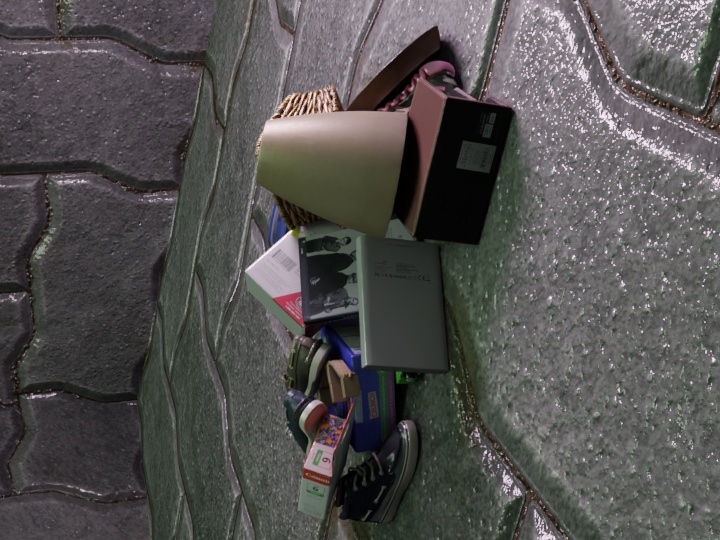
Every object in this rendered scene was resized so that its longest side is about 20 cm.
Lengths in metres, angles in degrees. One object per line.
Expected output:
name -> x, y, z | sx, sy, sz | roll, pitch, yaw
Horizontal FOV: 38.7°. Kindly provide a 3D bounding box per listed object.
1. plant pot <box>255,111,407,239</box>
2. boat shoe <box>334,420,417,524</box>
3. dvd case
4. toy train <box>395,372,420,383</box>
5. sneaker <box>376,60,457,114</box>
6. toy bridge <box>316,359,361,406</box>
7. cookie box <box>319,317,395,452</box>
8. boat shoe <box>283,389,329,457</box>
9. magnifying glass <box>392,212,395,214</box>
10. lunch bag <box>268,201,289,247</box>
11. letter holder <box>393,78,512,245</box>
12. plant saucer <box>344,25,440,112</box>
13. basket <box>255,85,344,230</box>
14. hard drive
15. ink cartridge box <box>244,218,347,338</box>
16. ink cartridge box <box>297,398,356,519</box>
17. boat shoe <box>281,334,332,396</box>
plant pot -> -0.046, -0.156, 1.494 | 0.187, 0.199, 0.188 | -169, 90, -87
boat shoe -> 0.022, 0.319, 1.610 | 0.075, 0.092, 0.200 | -118, 38, -56
dvd case -> 0.000, 0.000, 1.638 | 0.025, 0.199, 0.151 | 55, -152, -62
toy train -> 0.067, 0.085, 1.630 | 0.056, 0.042, 0.201 | 112, 156, -62
sneaker -> 0.082, -0.225, 1.573 | 0.200, 0.079, 0.096 | -45, 57, 32
toy bridge -> -0.038, 0.176, 1.627 | 0.200, 0.027, 0.067 | 139, 123, -71
cookie box -> -0.008, 0.183, 1.710 | 0.200, 0.075, 0.172 | -137, 43, -66
boat shoe -> -0.087, 0.253, 1.678 | 0.062, 0.075, 0.200 | 35, 164, 23
magnifying glass -> 0.071, -0.100, 1.630 | 0.200, 0.079, 0.022 | -149, 67, -79
lunch bag -> -0.100, -0.083, 1.979 | 0.132, 0.135, 0.200 | -114, 34, -54
letter holder -> 0.121, -0.158, 1.458 | 0.142, 0.100, 0.201 | -124, 43, -63
plant saucer -> 0.057, -0.302, 1.610 | 0.035, 0.200, 0.200 | 48, 152, -1
basket -> -0.083, -0.190, 1.670 | 0.200, 0.149, 0.143 | 66, -170, -49
hard drive -> 0.061, 0.050, 1.517 | 0.026, 0.132, 0.201 | 138, 134, -60
ink cartridge box -> -0.073, 0.000, 1.726 | 0.145, 0.200, 0.083 | 42, 161, 16
ink cartridge box -> -0.053, 0.291, 1.607 | 0.200, 0.050, 0.109 | 98, -168, -47
boat shoe -> -0.096, 0.171, 1.713 | 0.072, 0.060, 0.202 | -56, -9, -35
